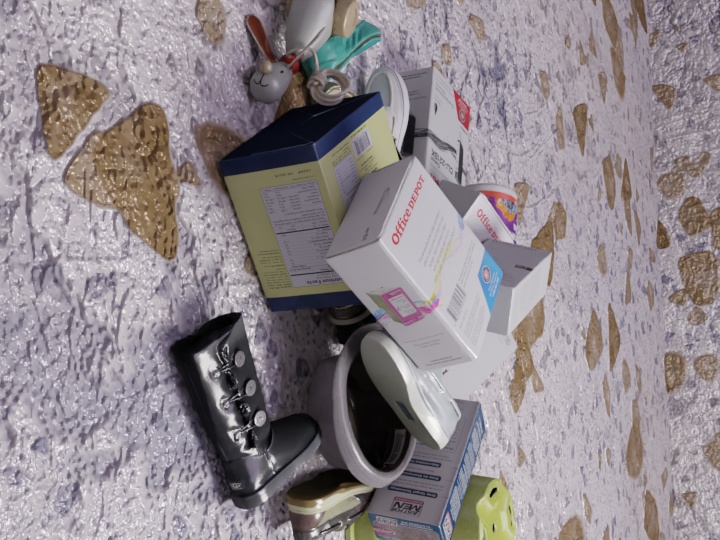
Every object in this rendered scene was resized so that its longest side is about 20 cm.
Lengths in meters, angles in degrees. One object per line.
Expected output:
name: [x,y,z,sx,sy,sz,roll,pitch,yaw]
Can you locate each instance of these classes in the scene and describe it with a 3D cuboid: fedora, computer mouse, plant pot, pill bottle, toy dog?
fedora: [-0.006,0.171,1.256,0.176,0.090,0.202,-21,99,-54]
computer mouse: [-0.028,0.108,1.335,0.059,0.034,0.201,58,45,-37]
plant pot: [0.108,0.352,1.372,0.200,0.183,0.202,15,73,-60]
pill bottle: [0.211,-0.037,1.700,0.111,0.111,0.202,27,62,-56]
toy dog: [-0.073,-0.304,1.238,0.097,0.131,0.201,84,9,-52]

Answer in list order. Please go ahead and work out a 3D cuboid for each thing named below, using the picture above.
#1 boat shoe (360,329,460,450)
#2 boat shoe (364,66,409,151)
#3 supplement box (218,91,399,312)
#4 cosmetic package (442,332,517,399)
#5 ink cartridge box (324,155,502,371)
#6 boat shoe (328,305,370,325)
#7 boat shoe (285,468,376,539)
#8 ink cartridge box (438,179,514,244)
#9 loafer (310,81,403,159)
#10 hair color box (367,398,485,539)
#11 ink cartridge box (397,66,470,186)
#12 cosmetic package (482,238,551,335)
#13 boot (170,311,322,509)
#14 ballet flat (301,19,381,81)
boat shoe: [0.066,0.132,1.217,0.072,0.070,0.202,-49,128,-26]
boat shoe: [0.021,-0.204,1.434,0.066,0.071,0.202,28,70,-62]
supplement box: [-0.042,-0.085,1.225,0.200,0.133,0.201,-48,126,-54]
cosmetic package: [0.126,0.136,1.450,0.200,0.071,0.102,-43,135,-11]
ink cartridge box: [0.066,-0.007,1.144,0.200,0.084,0.145,50,43,-28]
boat shoe: [0.000,0.000,1.348,0.200,0.071,0.060,-60,145,-53]
boat shoe: [-0.033,0.294,1.254,0.200,0.071,0.067,3,95,-63]
ink cartridge box: [0.125,-0.011,1.486,0.201,0.084,0.145,-54,139,-10]
loafer: [0.011,-0.174,1.352,0.076,0.068,0.200,-46,107,-24]
hair color box: [0.090,0.260,1.308,0.201,0.099,0.061,-63,149,-42]
ink cartridge box: [0.102,-0.191,1.558,0.144,0.083,0.202,34,58,-54]
cosmetic package: [0.190,0.019,1.381,0.200,0.101,0.075,-36,135,-61]
boot: [-0.122,0.138,1.126,0.165,0.065,0.201,-46,121,-56]
ballet flat: [-0.028,-0.317,1.369,0.071,0.067,0.200,56,34,-12]
